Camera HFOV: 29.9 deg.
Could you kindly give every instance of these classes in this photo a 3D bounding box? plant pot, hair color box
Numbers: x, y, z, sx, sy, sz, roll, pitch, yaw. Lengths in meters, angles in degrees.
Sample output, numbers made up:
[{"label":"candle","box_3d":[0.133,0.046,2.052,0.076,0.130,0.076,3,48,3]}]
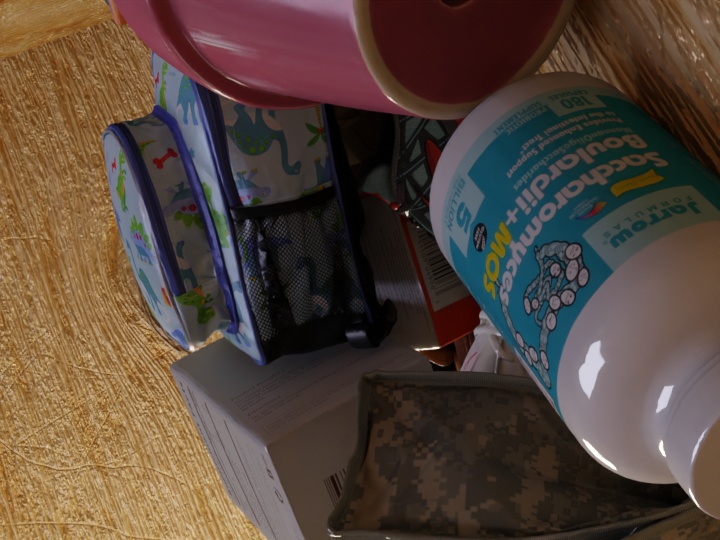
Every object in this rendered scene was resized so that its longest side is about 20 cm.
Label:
[{"label":"plant pot","box_3d":[0.000,-0.158,0.634,0.179,0.199,0.201,34,149,46]},{"label":"hair color box","box_3d":[0.000,0.000,0.974,0.199,0.064,0.112,-9,101,52]}]

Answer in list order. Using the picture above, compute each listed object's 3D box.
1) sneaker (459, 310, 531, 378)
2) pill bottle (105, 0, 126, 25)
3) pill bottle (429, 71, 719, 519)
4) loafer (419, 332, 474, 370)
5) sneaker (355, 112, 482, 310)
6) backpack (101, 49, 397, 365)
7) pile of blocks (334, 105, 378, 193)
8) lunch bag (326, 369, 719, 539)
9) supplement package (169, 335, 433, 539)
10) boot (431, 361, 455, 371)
[{"label":"sneaker","box_3d":[0.095,0.027,0.730,0.078,0.099,0.202,-139,28,-73]},{"label":"pill bottle","box_3d":[-0.066,-0.212,0.807,0.106,0.198,0.107,158,90,-81]},{"label":"pill bottle","box_3d":[0.111,0.008,0.544,0.200,0.110,0.111,-123,14,-51]},{"label":"loafer","box_3d":[0.073,0.040,0.991,0.201,0.072,0.073,-118,8,-45]},{"label":"sneaker","box_3d":[0.043,-0.058,0.857,0.079,0.095,0.202,-166,55,-79]},{"label":"backpack","box_3d":[-0.081,-0.053,0.846,0.183,0.146,0.202,-149,48,-68]},{"label":"pile of blocks","box_3d":[0.009,-0.155,0.899,0.062,0.081,0.202,179,84,-66]},{"label":"lunch bag","box_3d":[0.101,0.142,0.692,0.165,0.198,0.118,73,-158,-47]},{"label":"supplement package","box_3d":[-0.027,0.107,0.879,0.200,0.116,0.118,25,140,64]},{"label":"boot","box_3d":[0.035,0.116,1.117,0.073,0.161,0.200,84,162,-67]}]
